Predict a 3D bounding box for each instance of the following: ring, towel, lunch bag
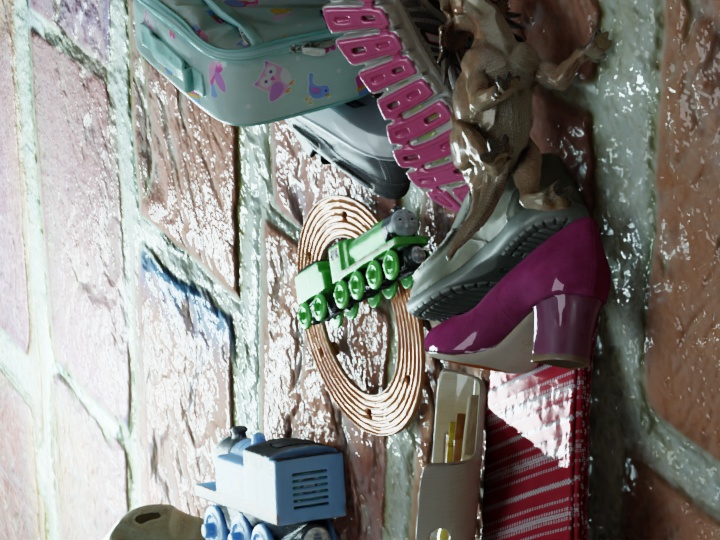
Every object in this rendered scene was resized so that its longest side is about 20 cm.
[{"bbox_3d":[0.003,0.036,1.751,0.200,0.019,0.202,33,129,52],"label":"ring"},{"bbox_3d":[0.123,0.130,1.494,0.145,0.022,0.201,147,130,-62],"label":"towel"},{"bbox_3d":[-0.084,-0.185,1.663,0.200,0.160,0.078,39,135,50],"label":"lunch bag"}]

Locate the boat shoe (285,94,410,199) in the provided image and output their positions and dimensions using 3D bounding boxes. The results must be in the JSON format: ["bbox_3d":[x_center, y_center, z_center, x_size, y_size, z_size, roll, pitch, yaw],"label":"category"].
[{"bbox_3d":[-0.020,-0.112,1.685,0.200,0.070,0.067,32,128,44],"label":"boat shoe"}]

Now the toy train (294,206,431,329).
[{"bbox_3d":[0.000,0.000,1.683,0.200,0.041,0.057,-32,63,60],"label":"toy train"}]

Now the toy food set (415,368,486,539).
[{"bbox_3d":[0.056,0.171,1.571,0.200,0.060,0.144,-76,-10,-72],"label":"toy food set"}]

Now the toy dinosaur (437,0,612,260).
[{"bbox_3d":[0.085,-0.108,1.432,0.135,0.085,0.201,20,102,59],"label":"toy dinosaur"}]

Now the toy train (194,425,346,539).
[{"bbox_3d":[-0.081,0.202,1.918,0.200,0.086,0.115,8,100,63],"label":"toy train"}]

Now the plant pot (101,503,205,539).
[{"bbox_3d":[-0.217,0.337,2.137,0.201,0.200,0.184,60,137,28],"label":"plant pot"}]

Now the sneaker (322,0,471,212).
[{"bbox_3d":[0.053,-0.138,1.534,0.074,0.087,0.201,-18,109,45],"label":"sneaker"}]

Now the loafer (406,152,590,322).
[{"bbox_3d":[0.098,-0.019,1.510,0.200,0.075,0.070,-38,45,51],"label":"loafer"}]

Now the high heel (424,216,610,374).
[{"bbox_3d":[0.108,0.019,1.476,0.200,0.067,0.097,-5,75,59],"label":"high heel"}]
